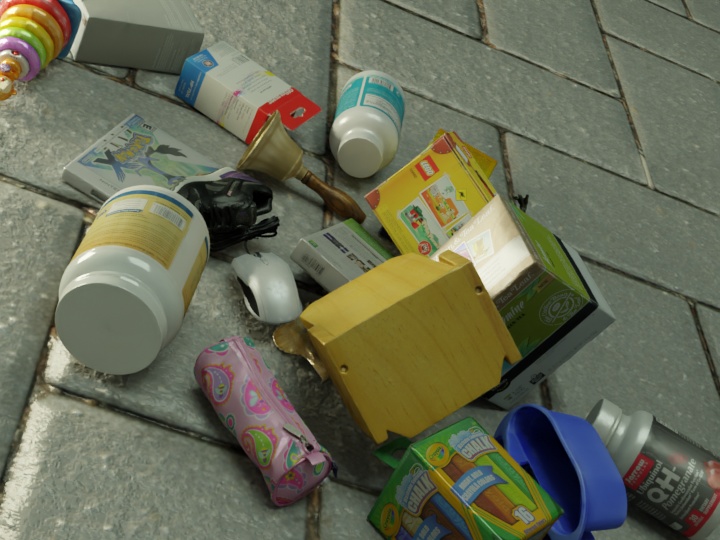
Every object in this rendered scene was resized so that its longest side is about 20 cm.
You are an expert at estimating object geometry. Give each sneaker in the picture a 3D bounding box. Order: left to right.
[{"bbox_3d":[-0.182,-0.083,1.627,0.086,0.077,0.200,18,28,21],"label":"sneaker"}]

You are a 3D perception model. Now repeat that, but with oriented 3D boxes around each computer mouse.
[{"bbox_3d":[-0.126,-0.005,1.614,0.108,0.044,0.201,-9,38,-22],"label":"computer mouse"}]

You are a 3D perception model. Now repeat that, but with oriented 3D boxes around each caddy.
[{"bbox_3d":[0.222,0.253,1.483,0.104,0.142,0.201,10,37,-31],"label":"caddy"}]

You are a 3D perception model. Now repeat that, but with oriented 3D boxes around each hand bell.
[{"bbox_3d":[-0.073,-0.134,1.845,0.199,0.104,0.105,36,32,-12],"label":"hand bell"}]

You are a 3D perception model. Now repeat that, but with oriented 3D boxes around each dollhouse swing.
[{"bbox_3d":[0.048,0.086,1.498,0.198,0.176,0.184,-29,91,-14],"label":"dollhouse swing"}]

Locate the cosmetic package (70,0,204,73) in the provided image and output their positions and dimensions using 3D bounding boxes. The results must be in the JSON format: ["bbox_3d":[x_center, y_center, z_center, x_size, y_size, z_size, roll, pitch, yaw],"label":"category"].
[{"bbox_3d":[-0.352,-0.373,1.935,0.197,0.091,0.107,1,42,-31],"label":"cosmetic package"}]

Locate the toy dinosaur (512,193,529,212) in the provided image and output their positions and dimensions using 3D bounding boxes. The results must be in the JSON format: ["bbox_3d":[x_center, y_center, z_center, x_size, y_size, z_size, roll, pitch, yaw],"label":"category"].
[{"bbox_3d":[0.231,-0.077,1.992,0.198,0.047,0.090,5,82,-34],"label":"toy dinosaur"}]

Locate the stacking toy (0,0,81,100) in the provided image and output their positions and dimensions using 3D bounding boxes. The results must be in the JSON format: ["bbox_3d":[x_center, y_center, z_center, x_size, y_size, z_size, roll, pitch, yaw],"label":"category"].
[{"bbox_3d":[-0.477,-0.307,1.758,0.115,0.110,0.202,24,45,-11],"label":"stacking toy"}]

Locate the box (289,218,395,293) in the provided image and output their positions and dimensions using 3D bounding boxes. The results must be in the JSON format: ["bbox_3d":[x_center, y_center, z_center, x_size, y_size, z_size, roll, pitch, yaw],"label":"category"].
[{"bbox_3d":[0.000,0.000,1.694,0.144,0.036,0.200,41,21,9],"label":"box"}]

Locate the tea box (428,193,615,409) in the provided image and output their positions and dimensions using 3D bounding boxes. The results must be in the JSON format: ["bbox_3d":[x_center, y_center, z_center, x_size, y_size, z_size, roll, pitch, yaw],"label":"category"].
[{"bbox_3d":[0.184,0.045,1.624,0.196,0.200,0.135,29,26,-40],"label":"tea box"}]

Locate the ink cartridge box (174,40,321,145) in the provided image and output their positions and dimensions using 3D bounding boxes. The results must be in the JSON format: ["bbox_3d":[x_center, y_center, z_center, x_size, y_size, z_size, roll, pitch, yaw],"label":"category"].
[{"bbox_3d":[-0.172,-0.261,1.934,0.199,0.068,0.116,35,35,9],"label":"ink cartridge box"}]

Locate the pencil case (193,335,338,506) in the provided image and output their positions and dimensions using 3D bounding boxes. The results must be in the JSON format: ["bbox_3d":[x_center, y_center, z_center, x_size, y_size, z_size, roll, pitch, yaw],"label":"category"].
[{"bbox_3d":[-0.108,0.164,1.408,0.087,0.088,0.201,-7,47,-41],"label":"pencil case"}]

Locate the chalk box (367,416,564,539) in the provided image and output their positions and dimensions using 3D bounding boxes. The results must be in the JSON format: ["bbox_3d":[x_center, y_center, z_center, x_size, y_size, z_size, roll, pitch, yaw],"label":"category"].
[{"bbox_3d":[0.101,0.255,1.405,0.200,0.125,0.124,44,36,22],"label":"chalk box"}]

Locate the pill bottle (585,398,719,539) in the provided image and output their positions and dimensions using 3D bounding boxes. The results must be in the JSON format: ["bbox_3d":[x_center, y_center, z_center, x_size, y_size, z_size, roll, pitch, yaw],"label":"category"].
[{"bbox_3d":[0.378,0.252,1.625,0.198,0.112,0.111,31,33,4],"label":"pill bottle"}]

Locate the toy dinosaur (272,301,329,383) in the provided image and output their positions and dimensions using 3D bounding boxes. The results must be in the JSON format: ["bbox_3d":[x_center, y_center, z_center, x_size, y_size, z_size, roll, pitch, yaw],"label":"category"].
[{"bbox_3d":[-0.058,0.088,1.587,0.100,0.059,0.201,-12,41,-25],"label":"toy dinosaur"}]

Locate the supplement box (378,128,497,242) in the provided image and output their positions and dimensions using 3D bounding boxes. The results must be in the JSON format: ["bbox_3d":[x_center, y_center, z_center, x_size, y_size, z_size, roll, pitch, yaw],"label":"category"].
[{"bbox_3d":[0.120,-0.113,1.917,0.109,0.110,0.200,30,33,3],"label":"supplement box"}]

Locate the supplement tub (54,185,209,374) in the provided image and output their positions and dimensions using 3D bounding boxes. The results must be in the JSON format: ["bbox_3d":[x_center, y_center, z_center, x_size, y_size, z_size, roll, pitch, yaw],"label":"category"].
[{"bbox_3d":[-0.261,0.009,1.443,0.143,0.146,0.201,24,33,-7],"label":"supplement tub"}]

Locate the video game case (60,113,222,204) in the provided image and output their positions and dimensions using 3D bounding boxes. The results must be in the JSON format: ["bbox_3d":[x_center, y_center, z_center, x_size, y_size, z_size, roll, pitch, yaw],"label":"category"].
[{"bbox_3d":[-0.283,-0.127,1.717,0.181,0.022,0.200,31,34,2],"label":"video game case"}]

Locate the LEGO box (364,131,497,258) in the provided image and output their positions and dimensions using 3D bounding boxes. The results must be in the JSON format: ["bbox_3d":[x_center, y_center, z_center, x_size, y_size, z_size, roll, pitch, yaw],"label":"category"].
[{"bbox_3d":[0.124,-0.068,1.759,0.201,0.148,0.077,56,19,2],"label":"LEGO box"}]

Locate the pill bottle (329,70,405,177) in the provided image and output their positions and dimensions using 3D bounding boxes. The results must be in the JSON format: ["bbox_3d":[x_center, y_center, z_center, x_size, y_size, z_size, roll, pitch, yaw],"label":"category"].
[{"bbox_3d":[0.010,-0.226,1.982,0.109,0.112,0.201,24,34,-7],"label":"pill bottle"}]
